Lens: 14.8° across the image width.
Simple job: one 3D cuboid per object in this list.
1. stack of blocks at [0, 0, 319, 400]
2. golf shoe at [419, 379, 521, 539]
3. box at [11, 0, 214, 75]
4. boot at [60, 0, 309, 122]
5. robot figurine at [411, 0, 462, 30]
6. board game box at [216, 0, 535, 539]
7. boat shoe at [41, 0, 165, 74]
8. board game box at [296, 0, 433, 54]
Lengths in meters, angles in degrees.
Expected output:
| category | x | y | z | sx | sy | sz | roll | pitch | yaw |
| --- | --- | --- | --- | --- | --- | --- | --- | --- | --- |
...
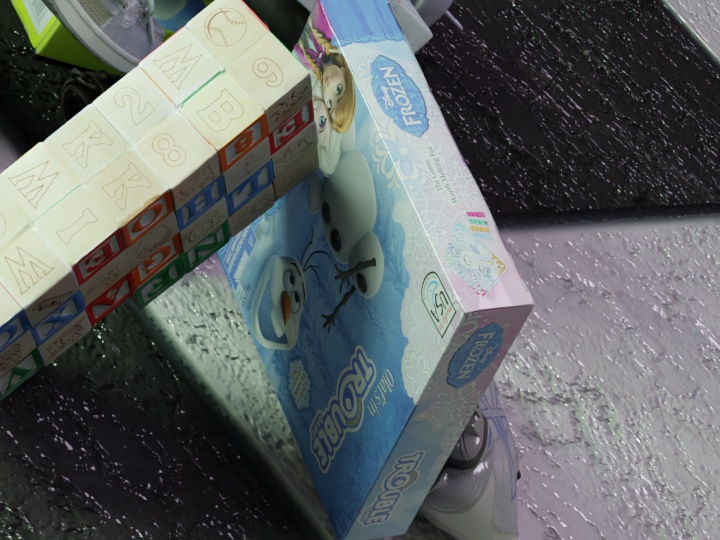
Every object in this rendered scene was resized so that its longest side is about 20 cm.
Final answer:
| category | x | y | z | sx | sy | sz | roll | pitch | yaw |
| --- | --- | --- | --- | --- | --- | --- | --- | --- | --- |
| stack of blocks | -0.114 | -0.029 | 1.296 | 0.059 | 0.200 | 0.115 | 47 | -13 | 15 |
| golf shoe | 0.047 | 0.084 | 1.516 | 0.097 | 0.078 | 0.200 | 58 | 16 | -28 |
| box | -0.126 | -0.161 | 1.666 | 0.200 | 0.048 | 0.122 | 14 | 37 | -43 |
| boot | -0.092 | -0.099 | 1.547 | 0.174 | 0.069 | 0.200 | 1 | 60 | -41 |
| robot figurine | -0.009 | -0.222 | 1.851 | 0.200 | 0.113 | 0.170 | 21 | 59 | -36 |
| board game box | 0.000 | 0.000 | 1.383 | 0.043 | 0.200 | 0.199 | -8 | 56 | -27 |
| boat shoe | -0.149 | -0.172 | 1.426 | 0.074 | 0.065 | 0.202 | 51 | 0 | 42 |
| board game box | -0.062 | -0.221 | 1.570 | 0.199 | 0.041 | 0.200 | 41 | 12 | -33 |
